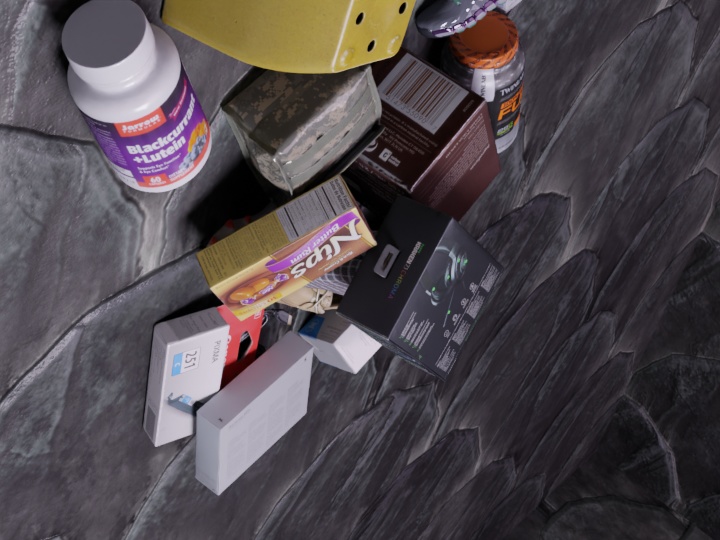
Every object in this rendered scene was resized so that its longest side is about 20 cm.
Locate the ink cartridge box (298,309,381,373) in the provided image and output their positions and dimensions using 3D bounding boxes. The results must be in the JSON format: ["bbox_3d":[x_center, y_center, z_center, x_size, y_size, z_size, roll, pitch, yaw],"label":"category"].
[{"bbox_3d":[0.013,0.056,2.011,0.200,0.116,0.068,-46,117,-18],"label":"ink cartridge box"}]

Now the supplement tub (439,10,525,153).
[{"bbox_3d":[0.173,-0.268,1.880,0.122,0.122,0.201,-43,155,-23],"label":"supplement tub"}]

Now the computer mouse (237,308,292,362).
[{"bbox_3d":[-0.147,0.114,1.889,0.141,0.046,0.200,-46,147,0],"label":"computer mouse"}]

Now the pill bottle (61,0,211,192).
[{"bbox_3d":[-0.220,-0.172,1.280,0.112,0.111,0.201,-47,155,-15],"label":"pill bottle"}]

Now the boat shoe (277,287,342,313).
[{"bbox_3d":[-0.066,0.027,1.896,0.073,0.065,0.199,-59,156,13],"label":"boat shoe"}]

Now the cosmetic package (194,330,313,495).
[{"bbox_3d":[-0.149,0.199,1.842,0.200,0.051,0.152,-41,154,-37],"label":"cosmetic package"}]

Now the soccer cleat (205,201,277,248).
[{"bbox_3d":[-0.124,-0.048,1.690,0.200,0.069,0.078,-42,159,-32],"label":"soccer cleat"}]

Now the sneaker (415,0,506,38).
[{"bbox_3d":[0.154,-0.385,1.722,0.198,0.075,0.088,-27,135,4],"label":"sneaker"}]

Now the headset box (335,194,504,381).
[{"bbox_3d":[0.077,0.023,1.681,0.175,0.092,0.200,-62,147,-5],"label":"headset box"}]

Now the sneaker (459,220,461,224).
[{"bbox_3d":[0.081,-0.021,1.933,0.114,0.076,0.202,23,84,-39],"label":"sneaker"}]

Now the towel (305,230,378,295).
[{"bbox_3d":[0.000,0.000,1.794,0.199,0.164,0.087,23,75,-56],"label":"towel"}]

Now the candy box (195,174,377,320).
[{"bbox_3d":[-0.087,-0.026,1.586,0.198,0.057,0.117,-28,154,2],"label":"candy box"}]

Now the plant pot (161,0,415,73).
[{"bbox_3d":[-0.048,-0.303,1.318,0.195,0.199,0.196,-26,144,-48],"label":"plant pot"}]

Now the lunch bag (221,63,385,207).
[{"bbox_3d":[-0.059,-0.168,1.584,0.164,0.118,0.200,-43,157,-10],"label":"lunch bag"}]

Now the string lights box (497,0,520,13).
[{"bbox_3d":[0.213,-0.460,1.773,0.103,0.059,0.201,-42,154,-21],"label":"string lights box"}]

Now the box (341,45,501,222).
[{"bbox_3d":[0.073,-0.163,1.776,0.165,0.165,0.200,-50,156,-11],"label":"box"}]

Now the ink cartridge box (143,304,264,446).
[{"bbox_3d":[-0.201,0.131,1.764,0.175,0.045,0.201,-18,140,-31],"label":"ink cartridge box"}]

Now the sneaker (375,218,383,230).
[{"bbox_3d":[0.084,-0.109,1.994,0.099,0.069,0.201,4,118,-60],"label":"sneaker"}]
